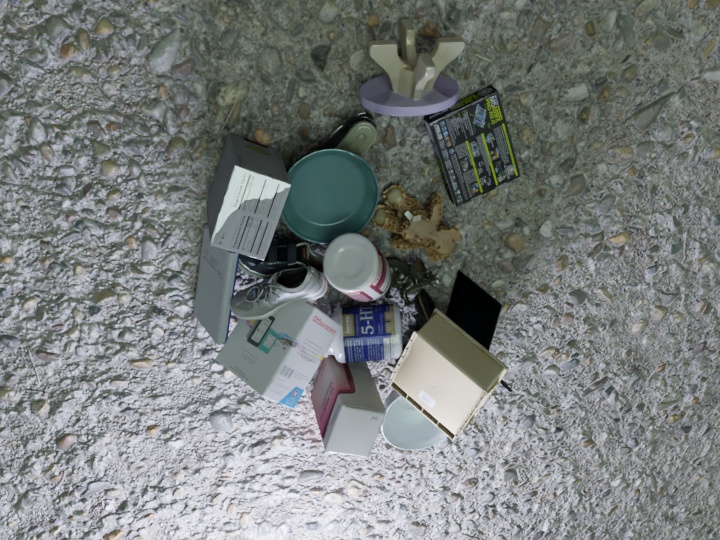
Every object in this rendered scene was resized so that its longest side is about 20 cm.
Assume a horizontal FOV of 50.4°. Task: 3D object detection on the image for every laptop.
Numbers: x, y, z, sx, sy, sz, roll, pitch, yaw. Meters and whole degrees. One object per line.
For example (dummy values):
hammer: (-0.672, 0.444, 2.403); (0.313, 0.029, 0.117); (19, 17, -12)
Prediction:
laptop: (0.278, 0.136, 1.715); (0.116, 0.187, 0.200); (-45, 123, 1)

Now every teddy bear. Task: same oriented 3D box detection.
teddy bear: (0.118, -0.103, 1.633); (0.195, 0.067, 0.149); (13, 104, -12)

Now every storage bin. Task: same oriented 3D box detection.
storage bin: (0.182, 0.229, 1.645); (0.199, 0.093, 0.201); (38, 135, 16)

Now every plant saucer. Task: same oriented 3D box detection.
plant saucer: (-0.062, -0.148, 1.477); (0.194, 0.036, 0.204); (-7, 125, -9)

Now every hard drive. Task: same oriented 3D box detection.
hard drive: (-0.294, 0.028, 1.550); (0.025, 0.132, 0.205); (-6, 120, -35)

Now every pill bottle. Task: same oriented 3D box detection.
pill bottle: (-0.008, 0.139, 1.677); (0.194, 0.121, 0.122); (-5, 118, 1)
pill bottle: (0.000, 0.000, 1.552); (0.111, 0.200, 0.118); (-2, 80, 12)

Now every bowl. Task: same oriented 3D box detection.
bowl: (0.134, 0.324, 1.822); (0.196, 0.091, 0.205); (-7, 125, -10)

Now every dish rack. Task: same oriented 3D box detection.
dish rack: (-0.132, -0.094, 1.558); (0.151, 0.055, 0.201); (24, 118, -23)

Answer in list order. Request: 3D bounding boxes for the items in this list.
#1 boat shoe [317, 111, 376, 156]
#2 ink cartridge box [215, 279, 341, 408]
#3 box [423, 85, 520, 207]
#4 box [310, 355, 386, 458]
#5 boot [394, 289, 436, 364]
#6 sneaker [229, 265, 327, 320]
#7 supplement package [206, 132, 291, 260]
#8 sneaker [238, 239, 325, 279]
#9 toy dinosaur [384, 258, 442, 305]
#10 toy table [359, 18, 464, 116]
boat shoe: (-0.046, -0.236, 1.519); (0.199, 0.069, 0.071); (-38, 127, 25)
ink cartridge box: (-0.165, 0.148, 1.573); (0.203, 0.144, 0.147); (-58, 151, -5)
box: (0.234, -0.255, 1.588); (0.157, 0.044, 0.203); (-25, 120, -1)
box: (-0.032, 0.299, 1.711); (0.106, 0.201, 0.130); (12, 113, -20)
boot: (0.123, 0.157, 1.759); (0.135, 0.078, 0.204); (-15, 103, 19)
sneaker: (-0.167, 0.031, 1.481); (0.196, 0.076, 0.082); (-20, 146, 5)
supplement package: (-0.216, -0.144, 1.441); (0.108, 0.201, 0.159); (15, 112, -21)
sneaker: (-0.151, -0.024, 1.529); (0.196, 0.080, 0.079); (13, 143, -27)
toy dinosaur: (0.076, 0.015, 1.679); (0.195, 0.077, 0.105); (10, 104, 6)
toy table: (0.097, -0.373, 1.429); (0.196, 0.185, 0.119); (-15, 137, -20)
